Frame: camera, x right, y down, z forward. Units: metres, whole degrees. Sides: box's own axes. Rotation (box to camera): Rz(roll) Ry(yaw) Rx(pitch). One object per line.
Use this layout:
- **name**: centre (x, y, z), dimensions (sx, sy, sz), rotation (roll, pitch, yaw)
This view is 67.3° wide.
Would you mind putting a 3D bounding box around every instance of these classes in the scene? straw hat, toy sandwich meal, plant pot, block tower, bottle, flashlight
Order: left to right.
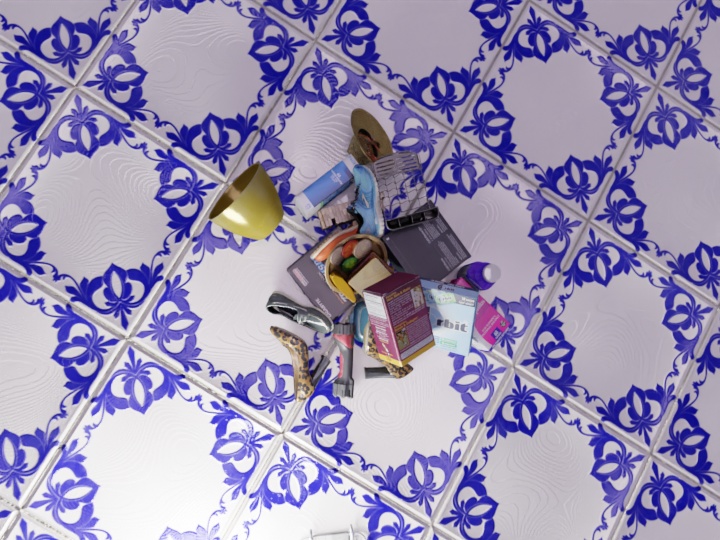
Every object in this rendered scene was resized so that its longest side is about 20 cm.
- **plant pot**: centre (-0.291, -0.168, 1.465), dimensions (0.142, 0.199, 0.201), rotation (43, 81, -26)
- **flashlight**: centre (-0.051, 0.247, 1.504), dimensions (0.067, 0.068, 0.205), rotation (4, 89, -15)
- **block tower**: centre (-0.022, -0.169, 1.548), dimensions (0.196, 0.054, 0.059), rotation (-18, 88, -7)
- **toy sandwich meal**: centre (0.000, 0.000, 1.440), dimensions (0.201, 0.070, 0.209), rotation (-13, 125, -18)
- **straw hat**: centre (0.008, -0.352, 1.549), dimensions (0.084, 0.200, 0.204), rotation (-28, 88, 34)
- **bottle**: centre (0.331, 0.016, 1.498), dimensions (0.083, 0.200, 0.066), rotation (39, 82, -3)

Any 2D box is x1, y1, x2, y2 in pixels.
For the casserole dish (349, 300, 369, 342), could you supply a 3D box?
- **casserole dish**: centre (0.067, 0.149, 1.537), dimensions (0.196, 0.039, 0.124), rotation (4, 85, -7)

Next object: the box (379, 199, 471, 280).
- **box**: centre (0.177, -0.059, 1.535), dimensions (0.181, 0.104, 0.201), rotation (-36, 89, -9)

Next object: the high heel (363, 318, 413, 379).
- **high heel**: centre (0.079, 0.213, 1.486), dimensions (0.139, 0.072, 0.203), rotation (-3, 120, -3)

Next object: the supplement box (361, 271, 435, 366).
- **supplement box**: centre (0.100, 0.124, 1.406), dimensions (0.129, 0.102, 0.204), rotation (-24, 109, -30)

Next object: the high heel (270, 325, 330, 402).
- **high heel**: centre (-0.192, 0.254, 1.469), dimensions (0.199, 0.071, 0.144), rotation (37, 75, -11)

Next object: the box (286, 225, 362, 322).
- **box**: centre (-0.075, 0.013, 1.529), dimensions (0.198, 0.050, 0.201), rotation (-38, 89, -10)

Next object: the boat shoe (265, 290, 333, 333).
- **boat shoe**: centre (-0.169, 0.127, 1.484), dimensions (0.197, 0.062, 0.074), rotation (28, 126, 3)

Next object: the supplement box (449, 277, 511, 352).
- **supplement box**: centre (0.313, 0.126, 1.536), dimensions (0.200, 0.103, 0.101), rotation (42, 83, 0)

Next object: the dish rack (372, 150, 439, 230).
- **dish rack**: centre (0.116, -0.220, 1.460), dimensions (0.150, 0.055, 0.204), rotation (-14, 92, -8)

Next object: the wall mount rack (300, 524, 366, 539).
- **wall mount rack**: centre (-0.074, 0.779, 1.442), dimensions (0.196, 0.075, 0.178), rotation (-4, 85, -6)

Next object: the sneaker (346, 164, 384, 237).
- **sneaker**: centre (0.005, -0.185, 1.443), dimensions (0.088, 0.078, 0.204), rotation (-10, 83, -15)

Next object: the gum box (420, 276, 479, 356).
- **gum box**: centre (0.224, 0.125, 1.457), dimensions (0.167, 0.045, 0.203), rotation (13, 127, 18)

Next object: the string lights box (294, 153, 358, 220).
- **string lights box**: centre (-0.090, -0.233, 1.521), dimensions (0.199, 0.103, 0.059), rotation (-39, 89, -9)

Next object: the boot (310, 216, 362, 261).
- **boot**: centre (-0.037, -0.062, 1.482), dimensions (0.198, 0.075, 0.109), rotation (-30, 92, -14)
